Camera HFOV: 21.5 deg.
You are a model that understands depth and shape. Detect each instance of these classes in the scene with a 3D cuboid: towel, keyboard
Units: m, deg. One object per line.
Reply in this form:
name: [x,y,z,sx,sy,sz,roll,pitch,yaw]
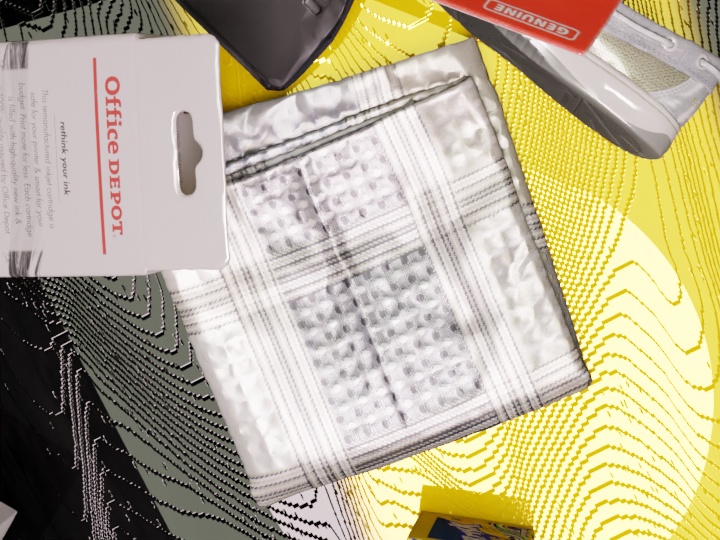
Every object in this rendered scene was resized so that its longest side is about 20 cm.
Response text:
towel: [0.000,0.000,0.972,0.192,0.035,0.200,-20,92,7]
keyboard: [-0.077,-0.194,0.970,0.200,0.040,0.104,46,117,2]

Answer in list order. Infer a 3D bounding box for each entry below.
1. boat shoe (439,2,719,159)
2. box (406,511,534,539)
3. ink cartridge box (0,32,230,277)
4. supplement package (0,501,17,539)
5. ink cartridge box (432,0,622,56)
boat shoe: [0.087,-0.139,0.936,0.202,0.074,0.065,40,86,1]
box: [0.044,0.230,0.968,0.064,0.070,0.200,8,95,7]
ink cartridge box: [-0.144,-0.056,0.938,0.200,0.068,0.116,0,95,22]
supplement package: [-0.318,0.169,0.957,0.191,0.147,0.200,32,97,2]
ink cartridge box: [0.043,-0.184,0.865,0.200,0.174,0.044,22,127,12]
